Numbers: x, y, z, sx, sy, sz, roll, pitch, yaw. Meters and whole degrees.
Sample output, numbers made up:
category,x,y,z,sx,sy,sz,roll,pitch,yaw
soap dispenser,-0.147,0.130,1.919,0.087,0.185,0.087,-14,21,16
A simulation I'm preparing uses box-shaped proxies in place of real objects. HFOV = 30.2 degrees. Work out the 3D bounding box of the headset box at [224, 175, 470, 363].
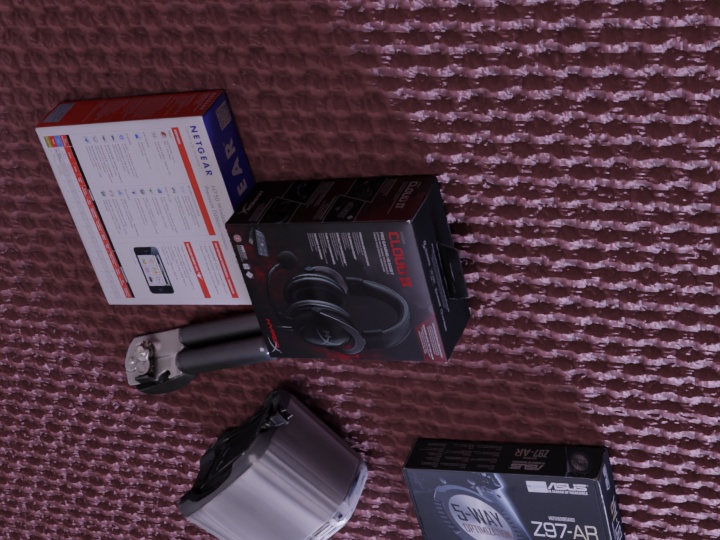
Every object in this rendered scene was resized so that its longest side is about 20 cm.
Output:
category,x,y,z,sx,sy,sz,roll,pitch,yaw
headset box,0.000,0.000,1.178,0.198,0.077,0.150,1,125,26

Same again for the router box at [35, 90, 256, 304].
category,x,y,z,sx,sy,sz,roll,pitch,yaw
router box,-0.182,-0.061,1.232,0.178,0.049,0.201,0,125,24

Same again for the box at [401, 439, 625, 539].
category,x,y,z,sx,sy,sz,roll,pitch,yaw
box,0.155,0.243,1.312,0.198,0.044,0.161,0,125,25

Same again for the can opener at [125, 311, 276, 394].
category,x,y,z,sx,sy,sz,roll,pitch,yaw
can opener,-0.157,0.080,1.336,0.199,0.053,0.066,-15,152,34

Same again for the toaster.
category,x,y,z,sx,sy,sz,roll,pitch,yaw
toaster,-0.082,0.213,1.354,0.129,0.114,0.200,38,129,-12
